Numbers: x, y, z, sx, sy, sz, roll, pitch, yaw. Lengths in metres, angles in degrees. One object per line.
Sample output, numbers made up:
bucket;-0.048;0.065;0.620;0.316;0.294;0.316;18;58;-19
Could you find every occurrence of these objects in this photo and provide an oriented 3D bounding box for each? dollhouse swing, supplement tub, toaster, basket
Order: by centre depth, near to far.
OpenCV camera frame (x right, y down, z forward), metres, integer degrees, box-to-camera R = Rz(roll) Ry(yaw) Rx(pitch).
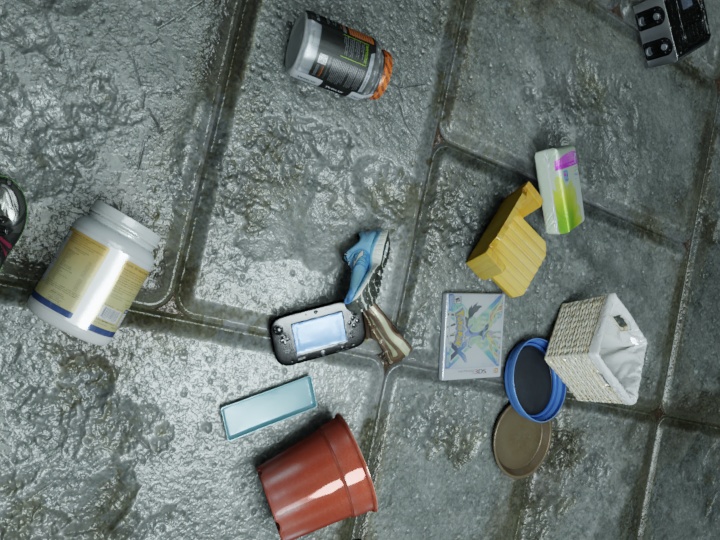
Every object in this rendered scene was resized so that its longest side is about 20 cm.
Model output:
supplement tub;-0.433;0.003;0.963;0.143;0.143;0.204;32;79;-24
supplement tub;-0.041;-0.417;1.153;0.195;0.122;0.127;13;87;-27
dollhouse swing;0.380;-0.055;1.373;0.174;0.182;0.202;36;76;-3
basket;0.594;0.203;1.467;0.199;0.159;0.202;46;54;-21
toaster;0.860;-0.684;1.602;0.197;0.118;0.185;-31;107;-21

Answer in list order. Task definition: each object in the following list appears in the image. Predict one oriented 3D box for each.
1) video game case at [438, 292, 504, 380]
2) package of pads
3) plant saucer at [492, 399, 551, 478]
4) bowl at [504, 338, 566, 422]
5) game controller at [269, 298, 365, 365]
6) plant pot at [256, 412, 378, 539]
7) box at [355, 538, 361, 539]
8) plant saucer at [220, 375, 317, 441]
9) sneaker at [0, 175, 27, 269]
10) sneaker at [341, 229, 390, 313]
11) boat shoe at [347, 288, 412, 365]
video game case;0.269;0.157;1.401;0.177;0.022;0.207;2;92;-27
package of pads;0.495;-0.202;1.443;0.153;0.067;0.207;-21;103;-53
plant saucer;0.408;0.425;1.485;0.194;0.029;0.207;-1;93;-27
bowl;0.440;0.275;1.466;0.196;0.039;0.208;6;79;-32
game controller;-0.085;0.125;1.188;0.194;0.042;0.108;-14;97;-12
plant pot;-0.092;0.419;1.147;0.191;0.200;0.206;-21;102;-16
box;-0.074;0.680;1.241;0.194;0.046;0.165;-1;94;-27
plant saucer;-0.183;0.275;1.178;0.195;0.019;0.072;-16;100;-25
sneaker;-0.582;-0.048;0.916;0.075;0.083;0.206;18;85;-27
sneaker;0.000;0.000;1.204;0.080;0.087;0.203;79;25;-49
boat shoe;0.028;0.123;1.249;0.074;0.075;0.204;-39;103;-1
